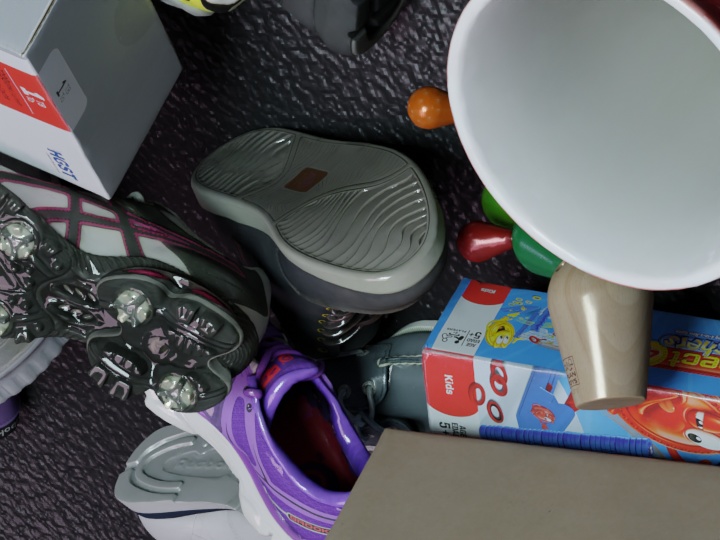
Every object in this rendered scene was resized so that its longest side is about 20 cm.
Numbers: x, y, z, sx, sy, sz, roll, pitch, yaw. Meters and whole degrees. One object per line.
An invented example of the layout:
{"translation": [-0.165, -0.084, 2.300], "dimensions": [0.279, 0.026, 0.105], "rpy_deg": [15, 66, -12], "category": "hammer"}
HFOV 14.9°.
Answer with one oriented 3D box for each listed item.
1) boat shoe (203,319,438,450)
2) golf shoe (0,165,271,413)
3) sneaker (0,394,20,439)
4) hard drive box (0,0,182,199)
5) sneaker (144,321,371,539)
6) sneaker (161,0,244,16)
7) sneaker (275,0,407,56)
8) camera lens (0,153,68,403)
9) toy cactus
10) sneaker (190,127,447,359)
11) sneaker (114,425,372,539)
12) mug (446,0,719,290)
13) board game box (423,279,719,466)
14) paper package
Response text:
{"translation": [0.002, 0.070, 1.386], "dimensions": [0.199, 0.062, 0.073], "rpy_deg": [0, 119, 39], "category": "boat shoe"}
{"translation": [-0.136, -0.006, 1.276], "dimensions": [0.199, 0.088, 0.077], "rpy_deg": [29, 122, 5], "category": "golf shoe"}
{"translation": [-0.287, 0.055, 1.613], "dimensions": [0.199, 0.076, 0.088], "rpy_deg": [16, 137, 30], "category": "sneaker"}
{"translation": [-0.194, -0.128, 1.220], "dimensions": [0.199, 0.077, 0.156], "rpy_deg": [22, 164, 17], "category": "hard drive box"}
{"translation": [-0.051, 0.047, 1.323], "dimensions": [0.200, 0.081, 0.084], "rpy_deg": [47, 148, 13], "category": "sneaker"}
{"translation": [-0.092, -0.198, 1.169], "dimensions": [0.200, 0.075, 0.076], "rpy_deg": [61, 168, -29], "category": "sneaker"}
{"translation": [-0.014, -0.182, 1.187], "dimensions": [0.079, 0.075, 0.200], "rpy_deg": [31, 137, 19], "category": "sneaker"}
{"translation": [-0.243, -0.033, 1.391], "dimensions": [0.159, 0.160, 0.200], "rpy_deg": [14, 157, 31], "category": "camera lens"}
{"translation": [0.093, -0.025, 1.178], "dimensions": [0.200, 0.102, 0.166], "rpy_deg": [-26, 66, 57], "category": "toy cactus"}
{"translation": [0.000, 0.000, 1.304], "dimensions": [0.106, 0.075, 0.200], "rpy_deg": [61, 165, -27], "category": "sneaker"}
{"translation": [-0.038, 0.131, 1.476], "dimensions": [0.199, 0.076, 0.081], "rpy_deg": [6, 138, 42], "category": "sneaker"}
{"translation": [0.146, -0.084, 1.036], "dimensions": [0.133, 0.200, 0.178], "rpy_deg": [1, 123, 39], "category": "mug"}
{"translation": [0.136, 0.114, 1.279], "dimensions": [0.195, 0.056, 0.201], "rpy_deg": [9, 128, 22], "category": "board game box"}
{"translation": [0.072, 0.169, 1.177], "dimensions": [0.199, 0.191, 0.104], "rpy_deg": [5, 131, 25], "category": "paper package"}
